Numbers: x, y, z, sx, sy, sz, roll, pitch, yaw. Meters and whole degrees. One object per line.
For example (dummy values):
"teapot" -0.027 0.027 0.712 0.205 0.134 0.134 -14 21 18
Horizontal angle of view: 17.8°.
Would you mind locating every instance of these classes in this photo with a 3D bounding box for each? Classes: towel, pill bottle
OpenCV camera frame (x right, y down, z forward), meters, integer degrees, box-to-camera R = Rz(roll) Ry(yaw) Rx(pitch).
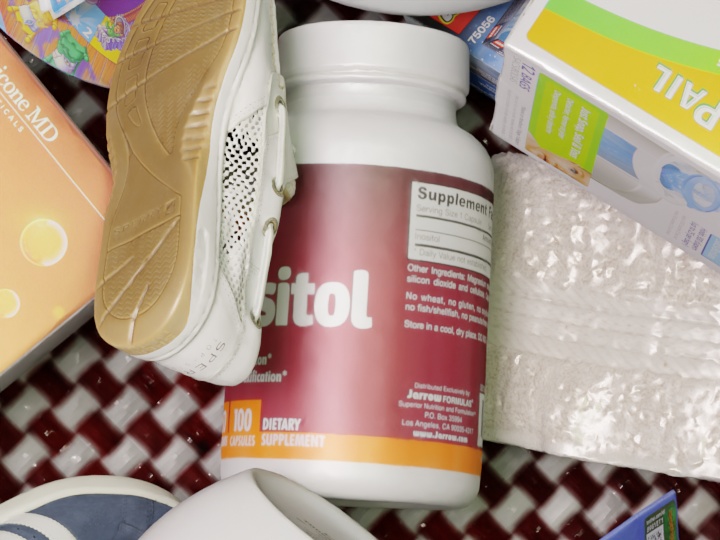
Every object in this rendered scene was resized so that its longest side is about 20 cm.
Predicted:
"towel" 0.130 0.021 1.001 0.199 0.034 0.133 7 83 27
"pill bottle" 0.000 0.000 0.994 0.112 0.113 0.201 4 82 -9

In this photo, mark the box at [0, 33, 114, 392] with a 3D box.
"box" -0.198 0.008 0.967 0.200 0.097 0.124 -40 91 -12

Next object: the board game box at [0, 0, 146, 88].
"board game box" -0.104 -0.178 0.991 0.158 0.039 0.201 -12 84 -48

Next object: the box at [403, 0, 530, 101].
"box" 0.135 -0.146 1.038 0.137 0.040 0.200 36 77 31

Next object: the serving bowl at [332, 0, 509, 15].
"serving bowl" 0.026 -0.182 1.020 0.199 0.066 0.201 0 53 1

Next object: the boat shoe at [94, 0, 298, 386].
"boat shoe" -0.059 -0.044 0.934 0.069 0.071 0.201 34 51 -39

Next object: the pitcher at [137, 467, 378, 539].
"pitcher" -0.047 0.196 0.898 0.171 0.121 0.200 36 96 13

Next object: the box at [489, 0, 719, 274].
"box" 0.163 -0.059 0.912 0.200 0.113 0.102 33 78 8

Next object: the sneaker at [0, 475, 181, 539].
"sneaker" -0.143 0.142 0.935 0.199 0.075 0.085 -9 40 -36

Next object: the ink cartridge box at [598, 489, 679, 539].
"ink cartridge box" 0.132 0.205 0.969 0.119 0.042 0.201 -20 104 -54
